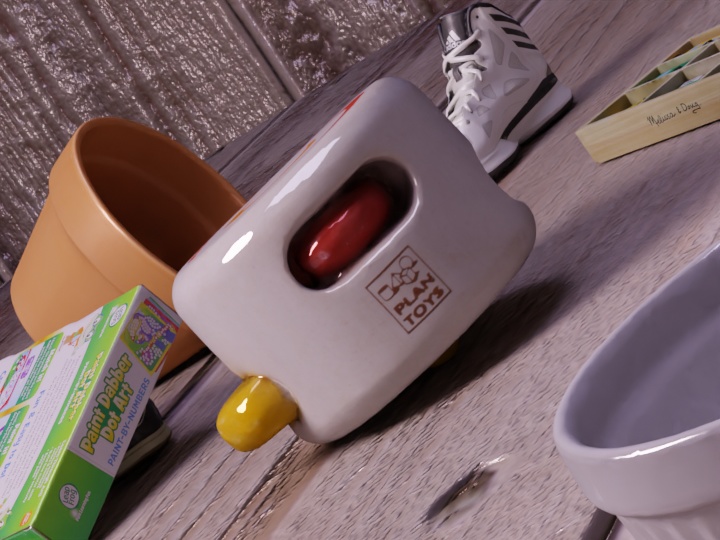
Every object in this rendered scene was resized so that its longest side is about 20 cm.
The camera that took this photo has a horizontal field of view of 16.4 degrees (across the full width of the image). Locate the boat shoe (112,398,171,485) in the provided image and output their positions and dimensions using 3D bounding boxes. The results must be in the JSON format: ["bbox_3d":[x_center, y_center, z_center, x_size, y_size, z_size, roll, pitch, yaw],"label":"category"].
[{"bbox_3d":[-0.176,0.101,1.722,0.072,0.066,0.201,-34,9,-1],"label":"boat shoe"}]

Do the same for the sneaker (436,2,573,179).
[{"bbox_3d":[0.073,-0.128,1.874,0.075,0.116,0.200,-26,12,43],"label":"sneaker"}]

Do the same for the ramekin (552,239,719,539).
[{"bbox_3d":[0.164,0.035,0.698,0.200,0.105,0.200,-34,8,6],"label":"ramekin"}]

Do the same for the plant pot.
[{"bbox_3d":[-0.177,0.000,1.938,0.140,0.200,0.200,-49,2,23],"label":"plant pot"}]

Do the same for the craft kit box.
[{"bbox_3d":[-0.220,0.123,1.633,0.197,0.048,0.201,-29,31,45],"label":"craft kit box"}]

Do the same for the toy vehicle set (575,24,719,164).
[{"bbox_3d":[0.237,-0.131,1.580,0.124,0.027,0.200,-40,10,-30],"label":"toy vehicle set"}]

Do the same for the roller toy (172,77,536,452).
[{"bbox_3d":[0.000,0.000,1.377,0.182,0.140,0.200,-41,5,38],"label":"roller toy"}]
